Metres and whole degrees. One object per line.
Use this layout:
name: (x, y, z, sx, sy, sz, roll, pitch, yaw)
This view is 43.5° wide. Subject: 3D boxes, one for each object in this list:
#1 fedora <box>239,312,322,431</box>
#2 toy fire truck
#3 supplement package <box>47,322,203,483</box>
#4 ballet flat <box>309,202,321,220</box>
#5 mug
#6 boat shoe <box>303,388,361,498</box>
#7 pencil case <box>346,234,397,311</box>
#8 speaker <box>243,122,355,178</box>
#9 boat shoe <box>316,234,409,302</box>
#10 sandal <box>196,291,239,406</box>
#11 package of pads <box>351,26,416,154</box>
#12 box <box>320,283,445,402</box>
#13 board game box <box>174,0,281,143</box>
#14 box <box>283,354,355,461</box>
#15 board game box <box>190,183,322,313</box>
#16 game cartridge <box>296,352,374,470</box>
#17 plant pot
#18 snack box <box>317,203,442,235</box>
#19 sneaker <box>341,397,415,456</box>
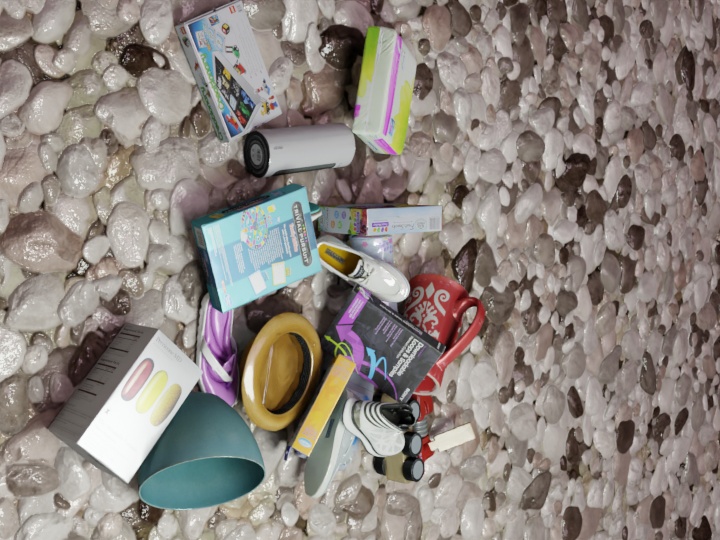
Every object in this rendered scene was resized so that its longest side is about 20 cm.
fedora: (-0.152, 0.170, 1.562, 0.198, 0.081, 0.206, -10, 104, -47)
toy fire truck: (0.129, 0.316, 1.819, 0.198, 0.127, 0.180, -14, 102, -52)
supplement package: (-0.354, 0.196, 1.369, 0.114, 0.108, 0.202, 48, 62, -33)
ballet flat: (-0.157, -0.078, 1.568, 0.197, 0.069, 0.071, -10, 99, -37)
mug: (0.136, 0.119, 1.739, 0.132, 0.177, 0.203, 29, 58, -13)
boat shoe: (-0.040, 0.320, 1.642, 0.071, 0.069, 0.204, 31, 70, -34)
pencil case: (0.024, 0.028, 1.718, 0.083, 0.089, 0.205, -20, 108, -64)
speaker: (-0.104, -0.214, 1.588, 0.197, 0.080, 0.083, -14, 102, -41)
boat shoe: (0.000, 0.000, 1.636, 0.198, 0.070, 0.072, 32, 99, -2)
sandal: (-0.235, 0.137, 1.512, 0.081, 0.049, 0.208, -13, 101, -40)
package of pads: (0.048, -0.331, 1.689, 0.154, 0.067, 0.205, 25, 74, -70)
box: (0.037, 0.137, 1.644, 0.198, 0.144, 0.036, 33, 30, 0)
board game box: (-0.217, -0.333, 1.508, 0.126, 0.034, 0.203, -35, 115, -36)
box: (-0.074, 0.249, 1.593, 0.041, 0.119, 0.203, 27, 78, -2)
board game box: (-0.169, -0.039, 1.496, 0.197, 0.047, 0.154, -23, 115, -29)
game cartridge: (-0.041, 0.269, 1.707, 0.132, 0.040, 0.204, 29, 74, -43)
plant pot: (-0.256, 0.275, 1.431, 0.198, 0.199, 0.137, 18, 46, -41)
snack box: (0.038, -0.097, 1.682, 0.197, 0.141, 0.054, -5, 97, -42)
sneaker: (0.058, 0.291, 1.635, 0.200, 0.113, 0.077, 44, 52, -49)
